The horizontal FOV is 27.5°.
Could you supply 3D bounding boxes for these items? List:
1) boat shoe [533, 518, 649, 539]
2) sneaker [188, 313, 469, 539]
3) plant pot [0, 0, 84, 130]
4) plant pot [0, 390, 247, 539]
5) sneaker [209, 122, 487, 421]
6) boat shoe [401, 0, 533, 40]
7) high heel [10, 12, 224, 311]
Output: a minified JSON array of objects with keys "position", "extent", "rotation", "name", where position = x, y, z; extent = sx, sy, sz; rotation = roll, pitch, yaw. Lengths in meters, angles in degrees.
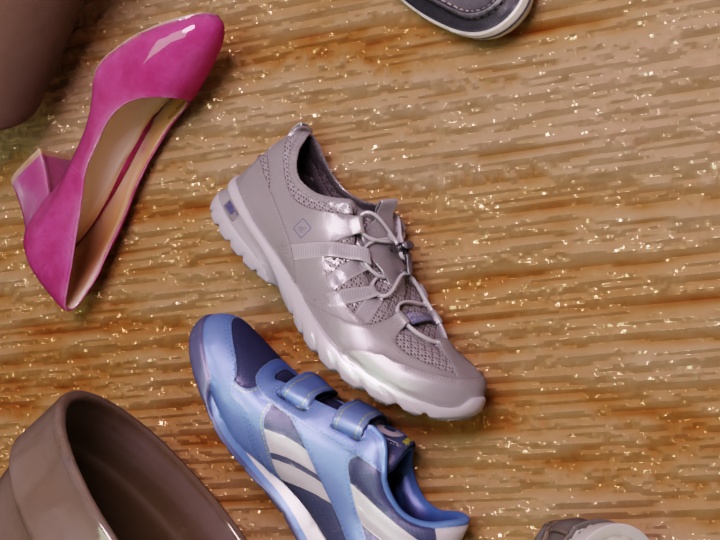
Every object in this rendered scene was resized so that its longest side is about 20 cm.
[{"position":[0.136,0.222,0.749],"extent":[0.060,0.072,0.203],"rotation":[-3,104,66],"name":"boat shoe"},{"position":[-0.017,0.096,0.818],"extent":[0.082,0.074,0.200],"rotation":[-42,81,19],"name":"sneaker"},{"position":[-0.237,-0.184,0.872],"extent":[0.200,0.200,0.175],"rotation":[29,122,23],"name":"plant pot"},{"position":[-0.159,0.195,0.794],"extent":[0.173,0.200,0.200],"rotation":[-38,74,4],"name":"plant pot"},{"position":[0.000,0.000,0.803],"extent":[0.200,0.075,0.082],"rotation":[45,110,19],"name":"sneaker"},{"position":[0.017,-0.204,0.800],"extent":[0.075,0.062,0.200],"rotation":[-42,75,18],"name":"boat shoe"},{"position":[-0.137,-0.063,0.869],"extent":[0.200,0.067,0.096],"rotation":[-36,66,27],"name":"high heel"}]
